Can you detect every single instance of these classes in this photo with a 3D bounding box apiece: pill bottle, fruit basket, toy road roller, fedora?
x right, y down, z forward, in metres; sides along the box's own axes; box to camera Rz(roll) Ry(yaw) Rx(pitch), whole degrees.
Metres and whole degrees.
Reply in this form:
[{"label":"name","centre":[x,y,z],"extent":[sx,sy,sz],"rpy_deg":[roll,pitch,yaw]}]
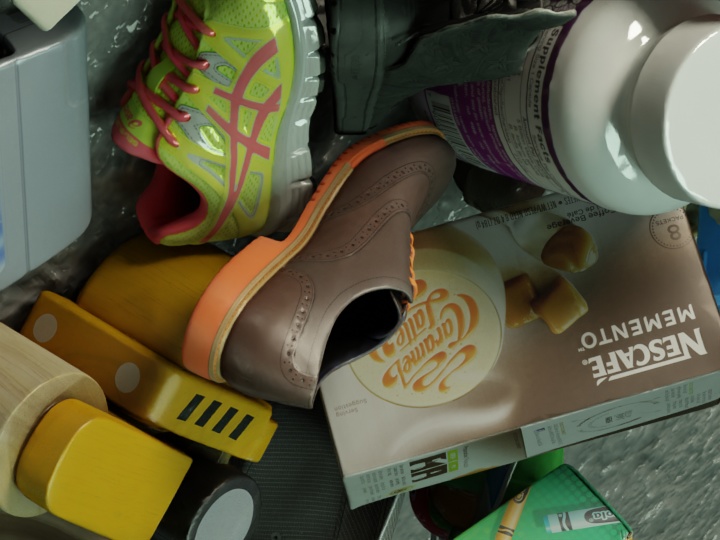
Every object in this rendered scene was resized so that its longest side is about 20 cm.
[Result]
[{"label":"pill bottle","centre":[0.115,-0.088,1.028],"extent":[0.111,0.200,0.113],"rpy_deg":[-8,107,-30]},{"label":"fruit basket","centre":[0.059,0.107,1.265],"extent":[0.093,0.186,0.201],"rpy_deg":[17,130,-8]},{"label":"toy road roller","centre":[-0.115,0.046,1.030],"extent":[0.200,0.122,0.147],"rpy_deg":[30,87,-57]},{"label":"fedora","centre":[-0.030,0.126,1.198],"extent":[0.090,0.177,0.201],"rpy_deg":[15,121,-4]}]

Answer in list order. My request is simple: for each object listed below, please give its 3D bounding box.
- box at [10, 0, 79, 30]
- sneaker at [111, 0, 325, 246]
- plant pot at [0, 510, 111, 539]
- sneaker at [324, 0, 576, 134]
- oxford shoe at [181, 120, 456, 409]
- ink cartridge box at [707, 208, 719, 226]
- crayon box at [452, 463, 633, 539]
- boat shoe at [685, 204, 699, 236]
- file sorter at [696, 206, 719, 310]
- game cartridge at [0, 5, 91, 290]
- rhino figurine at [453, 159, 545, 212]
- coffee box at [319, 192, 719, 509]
[{"label":"box","centre":[-0.153,-0.177,0.787],"extent":[0.082,0.068,0.200],"rpy_deg":[-46,147,0]},{"label":"sneaker","centre":[-0.069,-0.083,0.979],"extent":[0.090,0.078,0.201],"rpy_deg":[-18,134,-19]},{"label":"plant pot","centre":[-0.187,0.233,1.102],"extent":[0.200,0.201,0.175],"rpy_deg":[-36,162,-15]},{"label":"sneaker","centre":[0.036,-0.105,0.988],"extent":[0.103,0.061,0.200],"rpy_deg":[-5,172,0]},{"label":"oxford shoe","centre":[0.000,0.000,1.009],"extent":[0.200,0.072,0.072],"rpy_deg":[-47,156,-41]},{"label":"ink cartridge box","centre":[0.267,-0.107,1.142],"extent":[0.199,0.068,0.117],"rpy_deg":[-23,111,-1]},{"label":"crayon box","centre":[0.048,0.201,1.154],"extent":[0.199,0.058,0.119],"rpy_deg":[-32,151,-22]},{"label":"boat shoe","centre":[0.168,-0.040,1.235],"extent":[0.074,0.063,0.200],"rpy_deg":[-54,172,21]},{"label":"file sorter","centre":[0.273,-0.049,1.258],"extent":[0.123,0.137,0.202],"rpy_deg":[59,34,-62]},{"label":"game cartridge","centre":[-0.202,-0.027,0.925],"extent":[0.199,0.041,0.134],"rpy_deg":[-27,138,-28]},{"label":"rhino figurine","centre":[0.119,-0.108,1.175],"extent":[0.087,0.060,0.201],"rpy_deg":[12,115,-56]},{"label":"coffee box","centre":[0.074,0.034,1.088],"extent":[0.198,0.115,0.080],"rpy_deg":[-15,161,-1]}]
